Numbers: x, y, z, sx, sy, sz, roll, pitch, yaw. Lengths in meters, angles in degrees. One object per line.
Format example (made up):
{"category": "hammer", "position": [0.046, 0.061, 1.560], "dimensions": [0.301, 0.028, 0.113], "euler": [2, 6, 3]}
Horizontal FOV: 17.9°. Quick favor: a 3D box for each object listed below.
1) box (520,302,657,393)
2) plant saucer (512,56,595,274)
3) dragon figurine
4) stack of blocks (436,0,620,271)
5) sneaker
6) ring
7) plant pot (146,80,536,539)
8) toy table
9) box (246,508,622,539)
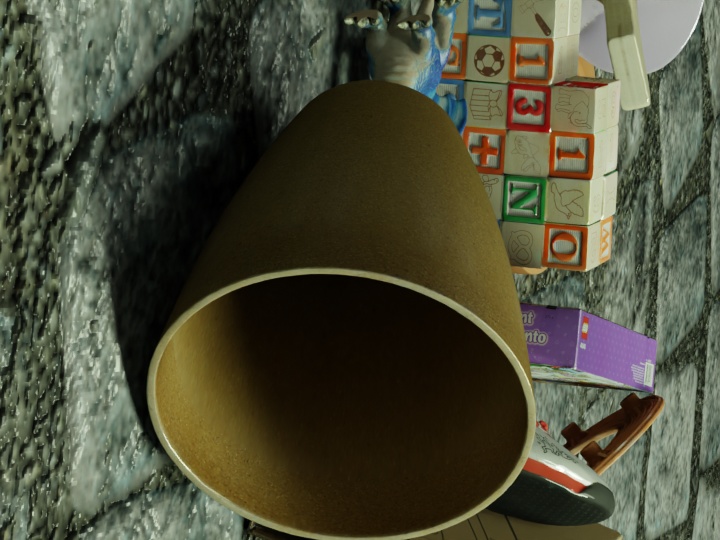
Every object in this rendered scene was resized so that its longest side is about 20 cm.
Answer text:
{"category": "box", "position": [0.098, 0.046, 1.441], "dimensions": [0.200, 0.136, 0.039], "euler": [20, 76, -69]}
{"category": "plant saucer", "position": [0.134, -0.096, 1.645], "dimensions": [0.200, 0.032, 0.201], "euler": [6, 90, -68]}
{"category": "dragon figurine", "position": [0.031, -0.109, 1.328], "dimensions": [0.200, 0.059, 0.100], "euler": [-55, 146, -63]}
{"category": "stack of blocks", "position": [0.101, -0.106, 1.440], "dimensions": [0.059, 0.115, 0.201], "euler": [-21, 115, -67]}
{"category": "sneaker", "position": [0.063, 0.069, 1.312], "dimensions": [0.067, 0.201, 0.108], "euler": [135, -29, -57]}
{"category": "ring", "position": [0.113, 0.139, 1.489], "dimensions": [0.019, 0.200, 0.200], "euler": [51, 29, -1]}
{"category": "plant pot", "position": [0.000, 0.000, 1.154], "dimensions": [0.200, 0.186, 0.187], "euler": [-82, 163, -46]}
{"category": "toy table", "position": [0.164, -0.213, 1.521], "dimensions": [0.200, 0.183, 0.117], "euler": [63, 16, -16]}
{"category": "box", "position": [0.046, 0.150, 1.304], "dimensions": [0.200, 0.163, 0.021], "euler": [-19, 128, -67]}
